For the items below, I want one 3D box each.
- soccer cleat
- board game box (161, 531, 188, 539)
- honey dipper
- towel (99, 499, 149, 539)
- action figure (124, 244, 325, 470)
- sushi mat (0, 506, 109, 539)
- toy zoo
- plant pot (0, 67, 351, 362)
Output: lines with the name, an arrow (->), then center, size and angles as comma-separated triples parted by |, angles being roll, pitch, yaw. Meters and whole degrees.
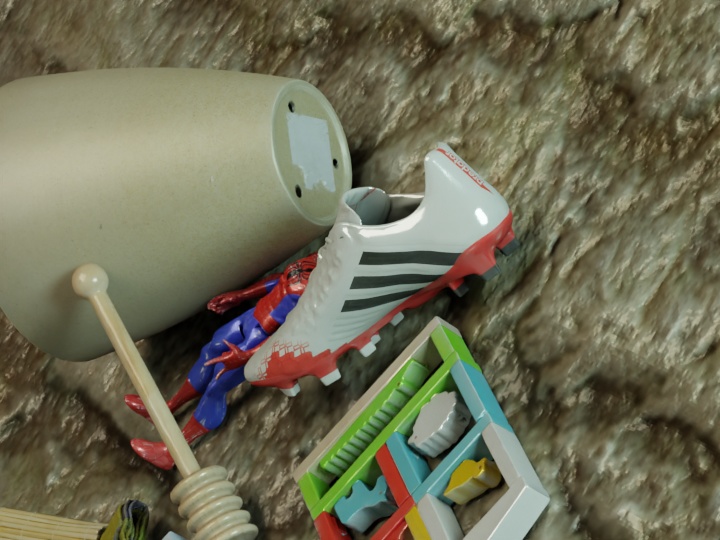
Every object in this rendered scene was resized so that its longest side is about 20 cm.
soccer cleat -> 0.000, 0.000, 1.659 | 0.200, 0.085, 0.069 | -33, 9, 30
board game box -> -0.135, 0.283, 1.653 | 0.200, 0.041, 0.200 | -50, 32, 13
honey dipper -> -0.121, 0.080, 1.722 | 0.038, 0.038, 0.200 | -40, 67, 26
towel -> -0.193, 0.228, 1.731 | 0.200, 0.023, 0.144 | -50, 10, 10
action figure -> -0.069, 0.041, 1.769 | 0.200, 0.052, 0.066 | -40, 32, 22
sushi mat -> -0.234, 0.201, 1.887 | 0.200, 0.012, 0.096 | 1, 65, 54
toy zoo -> 0.034, 0.127, 1.576 | 0.131, 0.020, 0.200 | -48, 33, 15
plant pot -> -0.113, -0.054, 1.809 | 0.199, 0.187, 0.188 | -14, 51, 30
